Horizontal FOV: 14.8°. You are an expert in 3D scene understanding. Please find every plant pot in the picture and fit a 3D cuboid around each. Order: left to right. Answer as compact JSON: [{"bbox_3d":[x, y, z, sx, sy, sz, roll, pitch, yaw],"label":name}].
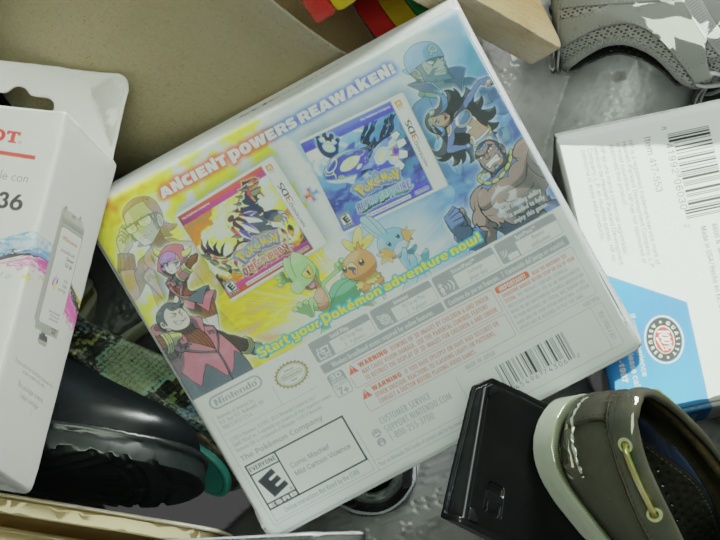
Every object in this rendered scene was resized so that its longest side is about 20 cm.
[{"bbox_3d":[-0.107,-0.124,1.349,0.134,0.200,0.200,-45,80,12],"label":"plant pot"}]

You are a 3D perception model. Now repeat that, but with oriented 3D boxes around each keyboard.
[{"bbox_3d":[0.115,0.141,1.284,0.200,0.021,0.127,28,59,-30],"label":"keyboard"}]

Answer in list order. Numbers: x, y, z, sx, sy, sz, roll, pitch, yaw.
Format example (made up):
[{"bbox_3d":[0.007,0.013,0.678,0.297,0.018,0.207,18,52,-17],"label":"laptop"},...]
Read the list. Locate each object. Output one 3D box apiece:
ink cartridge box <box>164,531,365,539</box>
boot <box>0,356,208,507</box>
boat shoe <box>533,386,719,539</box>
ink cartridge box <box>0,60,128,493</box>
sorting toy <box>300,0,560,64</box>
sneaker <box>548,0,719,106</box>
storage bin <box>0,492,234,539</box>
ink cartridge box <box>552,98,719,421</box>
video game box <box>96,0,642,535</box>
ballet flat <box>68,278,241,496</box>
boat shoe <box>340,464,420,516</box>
[{"bbox_3d":[-0.095,0.170,1.266,0.200,0.037,0.095,-2,82,-6],"label":"ink cartridge box"},{"bbox_3d":[-0.158,0.017,1.301,0.200,0.076,0.168,6,67,10],"label":"boot"},{"bbox_3d":[0.163,0.131,1.274,0.202,0.060,0.072,47,51,-18],"label":"boat shoe"},{"bbox_3d":[-0.184,-0.011,1.235,0.116,0.067,0.200,7,73,18],"label":"ink cartridge box"},{"bbox_3d":[-0.008,-0.193,1.340,0.070,0.200,0.199,-32,68,19],"label":"sorting toy"},{"bbox_3d":[0.189,-0.117,1.390,0.200,0.075,0.082,10,87,16],"label":"sneaker"},{"bbox_3d":[-0.164,0.213,1.326,0.198,0.094,0.200,8,79,5],"label":"storage bin"},{"bbox_3d":[0.205,-0.011,1.354,0.200,0.086,0.146,-12,80,0],"label":"ink cartridge box"},{"bbox_3d":[0.000,0.000,1.285,0.200,0.047,0.182,-28,104,7],"label":"video game box"},{"bbox_3d":[-0.132,0.043,1.379,0.200,0.074,0.074,29,82,6],"label":"ballet flat"},{"bbox_3d":[-0.023,0.024,1.367,0.074,0.068,0.199,-14,79,0],"label":"boat shoe"}]
